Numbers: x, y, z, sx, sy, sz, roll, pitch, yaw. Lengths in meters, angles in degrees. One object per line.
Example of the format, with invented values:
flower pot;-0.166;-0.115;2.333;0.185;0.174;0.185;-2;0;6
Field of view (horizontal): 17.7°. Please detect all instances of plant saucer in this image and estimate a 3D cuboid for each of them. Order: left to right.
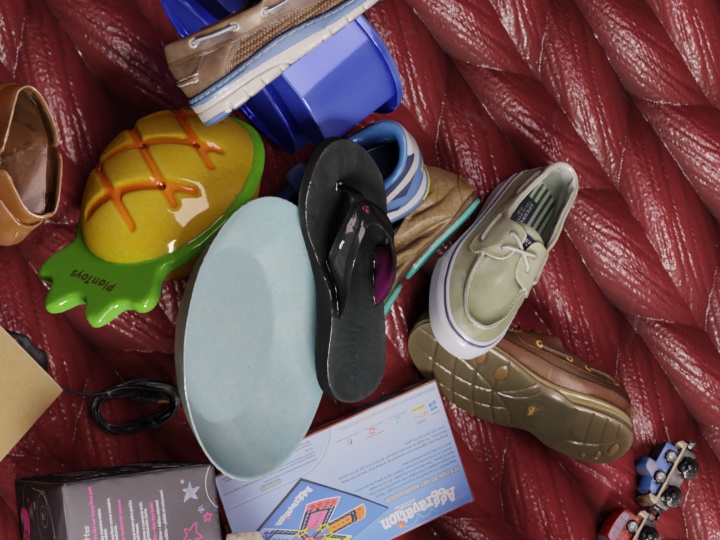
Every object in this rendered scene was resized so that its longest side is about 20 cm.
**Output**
plant saucer;-0.084;0.046;1.639;0.201;0.039;0.202;-19;112;-59

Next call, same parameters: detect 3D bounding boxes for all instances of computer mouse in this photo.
computer mouse;-0.222;0.080;1.675;0.199;0.034;0.059;16;92;-31

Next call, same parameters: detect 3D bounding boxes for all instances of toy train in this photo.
toy train;0.213;0.216;1.869;0.046;0.034;0.201;35;73;-6

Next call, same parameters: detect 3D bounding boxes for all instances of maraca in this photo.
maraca;-0.149;-0.039;1.662;0.200;0.137;0.107;-53;134;-25

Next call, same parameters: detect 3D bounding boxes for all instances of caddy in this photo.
caddy;-0.053;-0.181;1.713;0.105;0.141;0.200;-44;105;-17

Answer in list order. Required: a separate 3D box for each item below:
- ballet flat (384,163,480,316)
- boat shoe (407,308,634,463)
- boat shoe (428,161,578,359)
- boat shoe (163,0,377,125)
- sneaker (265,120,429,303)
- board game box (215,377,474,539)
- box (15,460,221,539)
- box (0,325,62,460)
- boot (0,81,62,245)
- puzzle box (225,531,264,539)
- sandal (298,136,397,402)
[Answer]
ballet flat;0.012;-0.006;1.778;0.072;0.068;0.200;37;70;3
boat shoe;0.127;0.081;1.825;0.199;0.072;0.068;27;42;-13
boat shoe;0.110;-0.016;1.784;0.072;0.062;0.200;39;48;-13
boat shoe;-0.048;-0.188;1.603;0.200;0.072;0.073;-40;102;-14
sneaker;-0.035;-0.044;1.727;0.200;0.082;0.074;-39;70;-17
board game box;-0.013;0.166;1.765;0.199;0.019;0.103;-22;99;-24
box;-0.167;0.240;1.629;0.114;0.132;0.201;-4;88;-24
box;-0.316;0.108;1.579;0.200;0.021;0.164;-49;132;-12
boot;-0.260;-0.117;1.599;0.073;0.155;0.201;-21;95;-25
puzzle box;-0.061;0.288;1.640;0.025;0.200;0.134;-6;56;13
sandal;0.001;0.000;1.676;0.075;0.048;0.202;-21;115;-37
